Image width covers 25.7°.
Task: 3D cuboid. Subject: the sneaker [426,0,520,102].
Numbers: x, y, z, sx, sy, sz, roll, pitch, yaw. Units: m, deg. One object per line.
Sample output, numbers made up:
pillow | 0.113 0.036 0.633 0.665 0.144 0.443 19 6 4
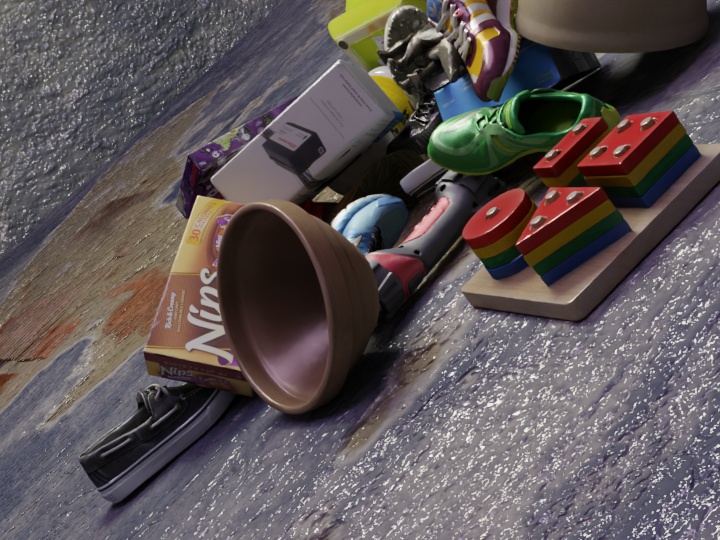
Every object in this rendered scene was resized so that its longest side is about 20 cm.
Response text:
sneaker | 0.109 -0.247 1.624 0.200 0.090 0.075 -89 17 -49

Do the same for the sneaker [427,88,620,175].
sneaker | 0.153 -0.146 1.544 0.199 0.084 0.074 -7 63 29

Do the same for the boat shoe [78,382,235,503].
boat shoe | -0.206 0.152 1.642 0.200 0.071 0.072 -44 17 -19

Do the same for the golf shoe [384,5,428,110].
golf shoe | 0.062 -0.252 1.906 0.078 0.200 0.097 -32 49 -5

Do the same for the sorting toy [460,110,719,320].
sorting toy | 0.185 -0.055 1.354 0.199 0.070 0.200 -44 17 -15

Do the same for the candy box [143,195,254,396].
candy box | -0.144 0.025 1.661 0.057 0.116 0.200 91 -168 -57

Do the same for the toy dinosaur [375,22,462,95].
toy dinosaur | 0.082 -0.243 1.719 0.102 0.077 0.200 -40 7 -3

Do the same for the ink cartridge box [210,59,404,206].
ink cartridge box | -0.058 -0.140 1.798 0.200 0.084 0.145 -41 -3 11

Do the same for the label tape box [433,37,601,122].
label tape box | 0.161 -0.203 1.698 0.144 0.063 0.200 -28 0 26

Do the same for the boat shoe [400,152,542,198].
boat shoe | 0.128 -0.116 1.653 0.200 0.057 0.069 -28 1 33

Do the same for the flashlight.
flashlight | 0.059 -0.034 1.576 0.200 0.068 0.068 -50 17 -29

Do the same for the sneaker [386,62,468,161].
sneaker | 0.102 -0.204 1.854 0.200 0.091 0.066 -37 35 -11

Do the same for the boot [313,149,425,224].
boot | -0.025 -0.072 1.863 0.175 0.066 0.200 -44 16 -17

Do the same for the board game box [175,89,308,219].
board game box | -0.128 -0.143 1.890 0.200 0.032 0.120 -32 -12 -26

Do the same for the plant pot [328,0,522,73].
plant pot | 0.090 -0.331 2.085 0.200 0.199 0.182 -18 33 49

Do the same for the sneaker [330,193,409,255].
sneaker | 0.000 0.000 1.644 0.090 0.078 0.200 6 48 41

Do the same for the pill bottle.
pill bottle | 0.016 -0.181 1.978 0.111 0.111 0.200 -30 19 28

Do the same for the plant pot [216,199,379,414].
plant pot | -0.048 0.028 1.490 0.092 0.202 0.201 -13 -1 -35

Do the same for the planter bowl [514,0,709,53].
planter bowl | 0.258 -0.313 1.609 0.199 0.135 0.200 -2 25 1

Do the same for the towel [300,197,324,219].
towel | -0.111 0.020 1.785 0.200 0.022 0.145 -45 23 26
